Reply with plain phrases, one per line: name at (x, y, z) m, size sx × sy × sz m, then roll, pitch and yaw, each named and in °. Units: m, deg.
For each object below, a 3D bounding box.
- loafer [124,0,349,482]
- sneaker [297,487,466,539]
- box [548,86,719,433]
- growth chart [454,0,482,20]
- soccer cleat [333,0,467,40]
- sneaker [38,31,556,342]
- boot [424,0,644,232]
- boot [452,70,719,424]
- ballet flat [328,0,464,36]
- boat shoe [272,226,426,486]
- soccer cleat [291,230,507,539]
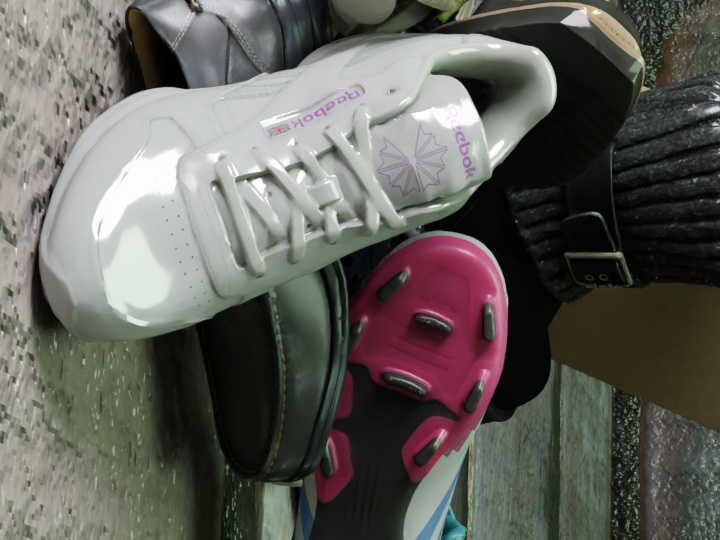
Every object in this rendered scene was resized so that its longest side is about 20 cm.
loafer at (-0.052, -0.014, 0.874) m, size 0.072 × 0.073 × 0.201 m, roll -14°, pitch 104°, yaw -37°
sneaker at (0.014, 0.146, 1.150) m, size 0.078 × 0.079 × 0.201 m, roll -67°, pitch 156°, yaw -64°
box at (0.115, -0.019, 1.145) m, size 0.021 × 0.199 × 0.164 m, roll -42°, pitch 146°, yaw -45°
growth chart at (0.039, -0.166, 1.121) m, size 0.144 × 0.018 × 0.201 m, roll -18°, pitch -114°, yaw 58°
soccer cleat at (0.003, -0.106, 1.021) m, size 0.068 × 0.081 × 0.201 m, roll 54°, pitch 44°, yaw -43°
sneaker at (-0.019, -0.038, 0.783) m, size 0.200 × 0.099 × 0.075 m, roll -31°, pitch 108°, yaw -36°
boot at (0.073, -0.098, 0.936) m, size 0.139 × 0.077 × 0.200 m, roll -52°, pitch -167°, yaw -25°
boot at (0.108, -0.003, 1.092) m, size 0.212 × 0.157 × 0.080 m, roll 71°, pitch 16°, yaw -54°
ballet flat at (0.012, -0.117, 0.880) m, size 0.200 × 0.070 × 0.071 m, roll -178°, pitch -92°, yaw -82°
boat shoe at (-0.005, 0.038, 1.011) m, size 0.200 × 0.092 × 0.075 m, roll 69°, pitch 23°, yaw -61°
soccer cleat at (0.009, 0.069, 0.944) m, size 0.086 × 0.069 × 0.201 m, roll -77°, pitch -177°, yaw -70°
